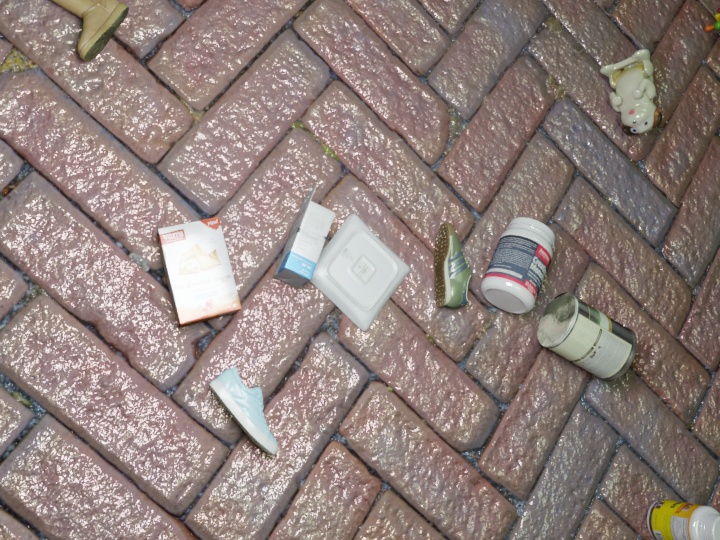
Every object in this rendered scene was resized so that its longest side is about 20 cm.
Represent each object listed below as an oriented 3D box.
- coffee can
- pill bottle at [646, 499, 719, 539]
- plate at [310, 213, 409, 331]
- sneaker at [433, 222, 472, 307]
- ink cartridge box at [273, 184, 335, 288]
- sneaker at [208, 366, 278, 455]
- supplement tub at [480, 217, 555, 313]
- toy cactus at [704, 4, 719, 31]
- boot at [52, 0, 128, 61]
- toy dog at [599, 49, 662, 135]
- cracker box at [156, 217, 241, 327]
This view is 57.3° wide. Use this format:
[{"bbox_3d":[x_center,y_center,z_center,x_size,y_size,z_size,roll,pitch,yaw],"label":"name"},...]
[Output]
[{"bbox_3d":[0.565,0.167,1.649,0.197,0.146,0.149,28,70,-13],"label":"coffee can"},{"bbox_3d":[0.813,0.631,1.619,0.106,0.199,0.113,4,77,-20],"label":"pill bottle"},{"bbox_3d":[0.000,0.000,1.528,0.199,0.032,0.201,42,68,-8],"label":"plate"},{"bbox_3d":[0.230,-0.008,1.605,0.088,0.067,0.206,10,76,-26],"label":"sneaker"},{"bbox_3d":[-0.117,-0.074,1.452,0.067,0.116,0.205,24,72,-15],"label":"ink cartridge box"},{"bbox_3d":[-0.222,0.286,1.361,0.082,0.074,0.201,-40,95,-20],"label":"sneaker"},{"bbox_3d":[0.390,-0.012,1.622,0.138,0.140,0.203,31,70,-12],"label":"supplement tub"},{"bbox_3d":[1.205,-0.770,2.135,0.163,0.102,0.204,-20,84,-42],"label":"toy cactus"},{"bbox_3d":[-0.618,-0.558,1.391,0.197,0.066,0.178,32,58,-13],"label":"boot"},{"bbox_3d":[0.786,-0.491,1.894,0.192,0.137,0.206,11,69,-56],"label":"toy dog"},{"bbox_3d":[-0.340,0.002,1.382,0.131,0.058,0.205,-14,84,-23],"label":"cracker box"}]
